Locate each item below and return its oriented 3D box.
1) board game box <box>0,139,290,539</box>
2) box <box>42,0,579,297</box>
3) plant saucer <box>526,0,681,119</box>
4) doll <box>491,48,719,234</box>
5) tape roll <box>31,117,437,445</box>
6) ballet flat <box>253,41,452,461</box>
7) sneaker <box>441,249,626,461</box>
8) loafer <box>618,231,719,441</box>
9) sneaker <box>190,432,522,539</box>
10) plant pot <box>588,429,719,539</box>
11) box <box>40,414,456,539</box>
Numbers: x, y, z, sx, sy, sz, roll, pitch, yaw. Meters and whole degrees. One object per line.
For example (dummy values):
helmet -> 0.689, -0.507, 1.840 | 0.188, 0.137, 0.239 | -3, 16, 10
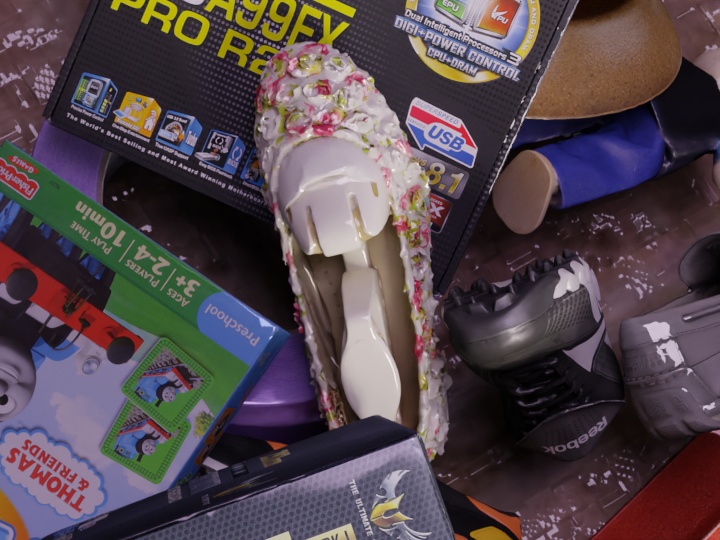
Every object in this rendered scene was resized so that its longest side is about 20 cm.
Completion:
board game box -> -0.149, 0.068, 1.234 | 0.151, 0.037, 0.200 | 34, 89, 10
box -> -0.021, -0.101, 1.262 | 0.199, 0.044, 0.161 | 25, 102, -3
plant saucer -> 0.062, -0.139, 1.364 | 0.199, 0.036, 0.200 | 9, 33, -6
doll -> 0.127, -0.078, 1.371 | 0.200, 0.049, 0.136 | -19, 54, -42
tape roll -> -0.060, -0.019, 1.326 | 0.199, 0.066, 0.201 | 5, 65, -11
ballet flat -> 0.000, 0.000, 1.228 | 0.075, 0.064, 0.201 | -14, 102, 8
sneaker -> 0.086, 0.042, 1.276 | 0.066, 0.200, 0.091 | -19, 86, 9
loafer -> 0.186, 0.010, 1.340 | 0.200, 0.070, 0.070 | -37, 105, -49
sneaker -> -0.020, 0.111, 1.288 | 0.199, 0.070, 0.090 | 21, 33, 7
plant pot -> 0.198, 0.166, 1.245 | 0.200, 0.200, 0.176 | -41, 92, -24
box -> -0.050, 0.107, 1.108 | 0.157, 0.200, 0.051 | -19, 91, -3
